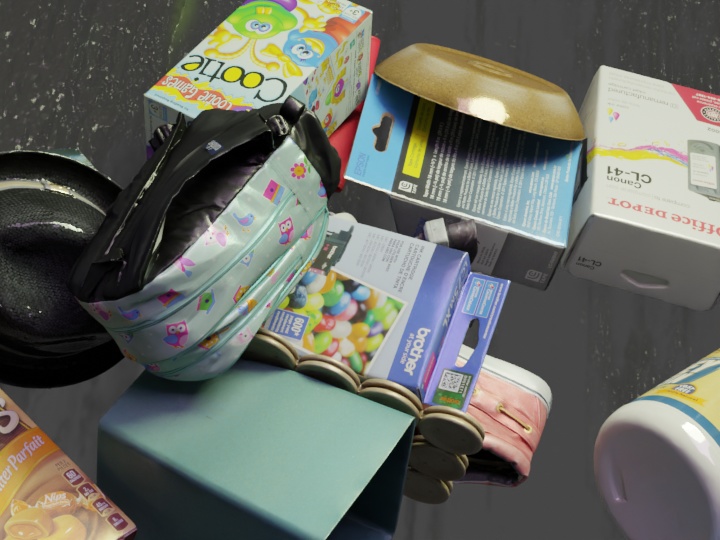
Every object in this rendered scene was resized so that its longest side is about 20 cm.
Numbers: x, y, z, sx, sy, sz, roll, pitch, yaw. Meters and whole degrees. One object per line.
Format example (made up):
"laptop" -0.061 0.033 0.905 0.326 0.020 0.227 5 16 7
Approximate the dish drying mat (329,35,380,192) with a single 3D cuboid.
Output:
"dish drying mat" -0.034 -0.154 1.815 0.077 0.018 0.200 17 47 -4

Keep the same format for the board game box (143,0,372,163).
"board game box" -0.087 -0.150 1.720 0.103 0.105 0.200 26 50 20

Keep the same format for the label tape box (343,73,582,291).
"label tape box" 0.086 -0.079 1.757 0.200 0.063 0.144 17 46 -3

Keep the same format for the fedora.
"fedora" -0.235 0.005 1.497 0.200 0.201 0.092 -6 11 -22

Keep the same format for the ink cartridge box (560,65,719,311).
"ink cartridge box" 0.267 -0.077 1.800 0.148 0.086 0.200 14 46 -5

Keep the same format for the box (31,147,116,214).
"box" -0.303 -0.053 1.588 0.200 0.038 0.137 -6 23 -22

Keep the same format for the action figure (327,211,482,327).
"action figure" 0.000 0.000 1.663 0.200 0.069 0.130 3 56 -10

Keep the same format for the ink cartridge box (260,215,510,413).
"ink cartridge box" 0.001 0.026 1.500 0.200 0.042 0.119 16 67 13

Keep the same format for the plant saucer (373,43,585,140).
"plant saucer" 0.111 -0.166 1.788 0.200 0.035 0.200 17 13 -4

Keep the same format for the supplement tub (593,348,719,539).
"supplement tub" 0.299 0.138 1.582 0.200 0.145 0.145 -26 62 -34

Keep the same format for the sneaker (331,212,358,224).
"sneaker" -0.058 0.050 1.552 0.200 0.071 0.099 -38 64 -5

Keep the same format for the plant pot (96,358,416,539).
"plant pot" -0.086 0.154 1.457 0.200 0.141 0.141 24 46 17

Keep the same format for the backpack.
"backpack" -0.112 -0.021 1.440 0.127 0.167 0.200 48 60 -23

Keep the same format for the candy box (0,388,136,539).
"candy box" -0.272 0.162 1.439 0.200 0.055 0.115 42 51 19

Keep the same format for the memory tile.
"memory tile" -0.011 0.110 1.503 0.200 0.153 0.017 23 59 1

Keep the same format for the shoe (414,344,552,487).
"shoe" 0.050 0.103 1.583 0.200 0.071 0.091 20 48 0
